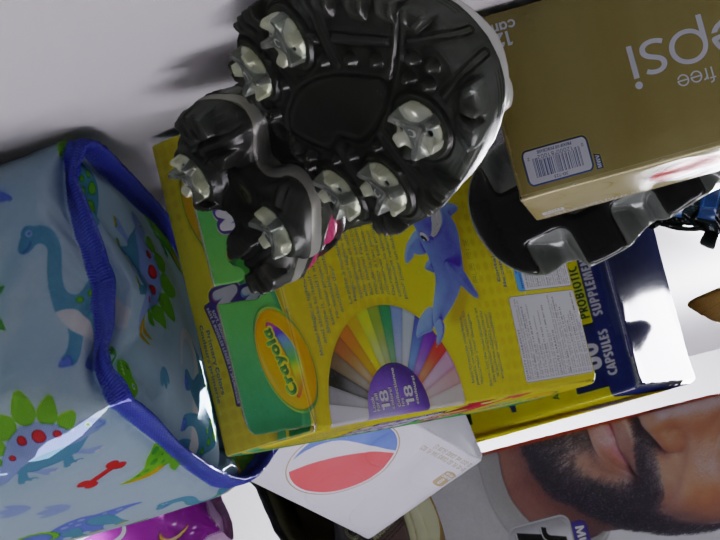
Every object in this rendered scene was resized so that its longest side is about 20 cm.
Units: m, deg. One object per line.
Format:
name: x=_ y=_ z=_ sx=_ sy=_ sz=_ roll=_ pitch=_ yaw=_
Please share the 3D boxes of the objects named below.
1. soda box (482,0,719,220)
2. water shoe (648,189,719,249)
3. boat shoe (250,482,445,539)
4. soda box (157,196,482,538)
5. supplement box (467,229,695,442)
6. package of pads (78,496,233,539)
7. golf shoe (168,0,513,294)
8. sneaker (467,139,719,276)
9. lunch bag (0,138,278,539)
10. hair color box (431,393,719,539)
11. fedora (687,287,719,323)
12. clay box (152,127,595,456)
soda box: x=0.142 y=-0.075 z=0.964 sx=0.199 sy=0.064 sz=0.068 roll=-15 pitch=174 yaw=6
water shoe: x=0.172 y=-0.034 z=1.311 sx=0.200 sy=0.079 sz=0.071 roll=-18 pitch=173 yaw=30
boat shoe: x=-0.028 y=0.073 z=1.375 sx=0.065 sy=0.200 sz=0.073 roll=2 pitch=133 yaw=-42
soda box: x=-0.035 y=0.043 z=1.210 sx=0.068 sy=0.064 sz=0.200 roll=-35 pitch=144 yaw=19
supplement box: x=0.049 y=0.031 z=1.464 sx=0.200 sy=0.109 sz=0.109 roll=-17 pitch=174 yaw=20
package of pads: x=-0.161 y=0.123 z=1.214 sx=0.200 sy=0.076 sz=0.121 roll=-38 pitch=138 yaw=3
golf shoe: x=0.006 y=-0.056 z=0.874 sx=0.088 sy=0.077 sz=0.200 roll=-33 pitch=-177 yaw=-21
sneaker: x=0.137 y=-0.066 z=1.060 sx=0.200 sy=0.074 sz=0.089 roll=-20 pitch=-169 yaw=23
lunch bag: x=-0.133 y=0.048 z=1.052 sx=0.170 sy=0.128 sz=0.200 roll=-15 pitch=155 yaw=11
hair color box: x=0.117 y=0.131 z=1.431 sx=0.199 sy=0.111 sz=0.064 roll=-14 pitch=175 yaw=-17
fedora: x=0.242 y=-0.039 z=1.421 sx=0.200 sy=0.082 sz=0.201 roll=-19 pitch=170 yaw=-3
clay box: x=0.000 y=0.000 z=1.061 sx=0.048 sy=0.115 sz=0.200 roll=-19 pitch=172 yaw=39
